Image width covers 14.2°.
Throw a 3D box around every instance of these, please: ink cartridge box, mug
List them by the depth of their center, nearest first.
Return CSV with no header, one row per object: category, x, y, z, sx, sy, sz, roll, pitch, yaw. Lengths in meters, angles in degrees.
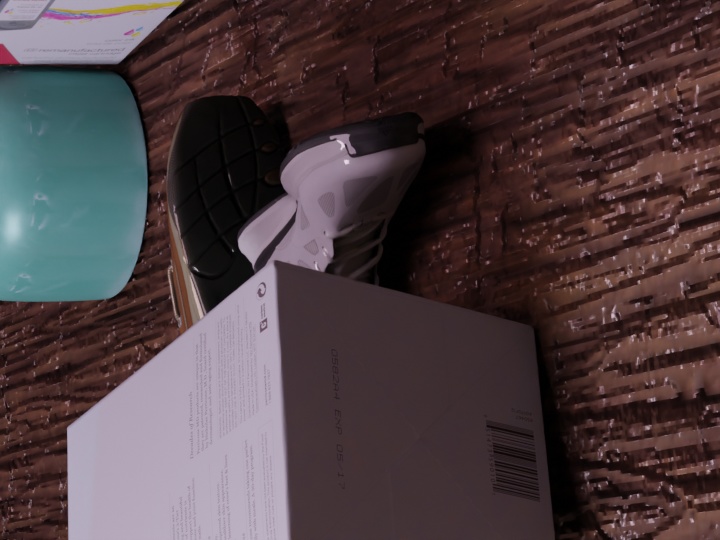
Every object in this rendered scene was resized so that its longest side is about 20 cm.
ink cartridge box,-0.183,-0.193,1.745,0.200,0.147,0.086,149,117,-62
mug,-0.223,-0.051,1.866,0.185,0.114,0.152,-35,60,59

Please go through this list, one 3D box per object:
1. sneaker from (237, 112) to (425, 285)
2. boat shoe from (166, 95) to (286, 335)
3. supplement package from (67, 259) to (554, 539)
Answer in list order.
sneaker,0.000,0.000,1.475,0.201,0.076,0.116,129,125,-64
boat shoe,-0.078,0.004,1.616,0.074,0.075,0.200,146,120,-64
supplement package,-0.028,0.117,1.367,0.200,0.150,0.152,-37,47,46
